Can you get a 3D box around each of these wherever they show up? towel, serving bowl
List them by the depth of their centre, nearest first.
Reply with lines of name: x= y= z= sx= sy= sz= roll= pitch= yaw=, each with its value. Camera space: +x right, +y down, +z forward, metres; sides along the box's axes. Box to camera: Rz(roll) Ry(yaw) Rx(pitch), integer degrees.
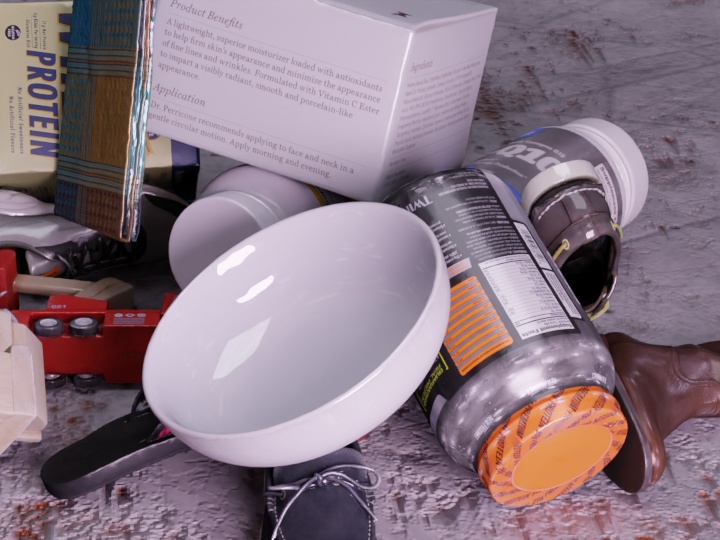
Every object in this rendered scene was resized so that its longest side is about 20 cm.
serving bowl: x=-0.030 y=0.048 z=1.165 sx=0.199 sy=0.066 sz=0.201 roll=-21 pitch=34 yaw=15
towel: x=-0.182 y=-0.129 z=1.386 sx=0.022 sy=0.201 sz=0.146 roll=2 pitch=8 yaw=-29

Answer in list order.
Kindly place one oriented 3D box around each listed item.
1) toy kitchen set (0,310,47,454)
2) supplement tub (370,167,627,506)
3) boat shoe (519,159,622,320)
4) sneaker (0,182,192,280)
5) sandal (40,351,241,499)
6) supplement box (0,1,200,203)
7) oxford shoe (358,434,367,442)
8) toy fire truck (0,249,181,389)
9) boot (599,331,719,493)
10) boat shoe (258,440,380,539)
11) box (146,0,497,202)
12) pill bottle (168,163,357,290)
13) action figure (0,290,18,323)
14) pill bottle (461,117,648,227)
toy kitchen set: x=-0.235 y=0.037 z=1.161 sx=0.162 sy=0.180 sz=0.201 roll=10 pitch=56 yaw=-32
supplement tub: x=0.083 y=0.042 z=1.229 sx=0.122 sy=0.123 sz=0.201 roll=-11 pitch=53 yaw=-23
boat shoe: x=0.143 y=0.003 z=1.334 sx=0.071 sy=0.202 sz=0.061 roll=-20 pitch=61 yaw=-6
sneaker: x=-0.220 y=-0.019 z=1.498 sx=0.199 sy=0.074 sz=0.080 roll=-4 pitch=44 yaw=-8
sandal: x=-0.115 y=0.084 z=1.234 sx=0.199 sy=0.045 sz=0.075 roll=-24 pitch=19 yaw=-20
supplement box: x=-0.233 y=-0.131 z=1.558 sx=0.198 sy=0.135 sz=0.200 roll=-3 pitch=-5 yaw=-6
oxford shoe: x=-0.004 y=0.050 z=1.338 sx=0.074 sy=0.071 sz=0.200 roll=5 pitch=23 yaw=22
toy fire truck: x=-0.201 y=0.034 z=1.393 sx=0.199 sy=0.049 sz=0.141 roll=0 pitch=23 yaw=-3
boot: x=0.252 y=0.087 z=1.275 sx=0.199 sy=0.065 sz=0.187 roll=2 pitch=27 yaw=-7
boat shoe: x=-0.026 y=0.139 z=1.151 sx=0.074 sy=0.063 sz=0.200 roll=-1 pitch=26 yaw=-7
box: x=-0.029 y=-0.150 z=1.408 sx=0.198 sy=0.131 sz=0.200 roll=19 pitch=17 yaw=18
pill bottle: x=-0.059 y=-0.028 z=1.412 sx=0.111 sy=0.112 sz=0.200 roll=11 pitch=15 yaw=22
action figure: x=-0.306 y=0.059 z=1.276 sx=0.130 sy=0.070 sz=0.200 roll=27 pitch=47 yaw=17
pill bottle: x=0.135 y=-0.046 z=1.490 sx=0.113 sy=0.114 sz=0.200 roll=17 pitch=29 yaw=32
